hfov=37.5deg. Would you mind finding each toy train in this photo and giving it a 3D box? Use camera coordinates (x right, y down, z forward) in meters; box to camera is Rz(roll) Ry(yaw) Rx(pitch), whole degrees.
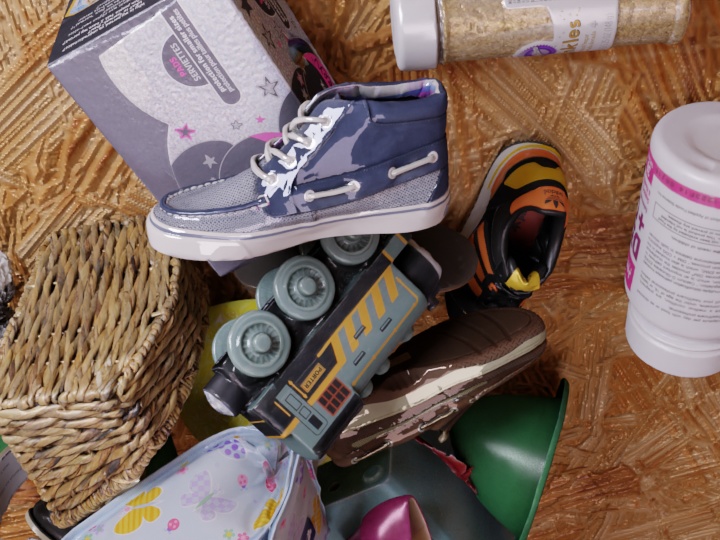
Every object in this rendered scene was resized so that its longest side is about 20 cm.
[{"bbox_3d":[-0.024,0.040,0.775,0.114,0.201,0.085,43,160,-9],"label":"toy train"}]

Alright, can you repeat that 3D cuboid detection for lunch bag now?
[{"bbox_3d":[-0.110,0.227,0.824,0.199,0.127,0.171,-35,149,-20],"label":"lunch bag"}]

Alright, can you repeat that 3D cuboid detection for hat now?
[{"bbox_3d":[0.088,0.150,0.975,0.173,0.167,0.201,16,142,9],"label":"hat"}]

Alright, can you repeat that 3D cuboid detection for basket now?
[{"bbox_3d":[-0.181,0.074,0.827,0.140,0.202,0.150,-9,130,11],"label":"basket"}]

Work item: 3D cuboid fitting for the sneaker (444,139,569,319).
[{"bbox_3d":[0.116,-0.002,0.857,0.069,0.091,0.202,8,129,-10],"label":"sneaker"}]

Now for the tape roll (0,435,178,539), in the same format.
[{"bbox_3d":[-0.255,0.198,0.929,0.197,0.202,0.049,-7,131,2],"label":"tape roll"}]

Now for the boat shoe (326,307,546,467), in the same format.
[{"bbox_3d":[0.057,0.095,0.840,0.199,0.075,0.076,-20,116,0],"label":"boat shoe"}]

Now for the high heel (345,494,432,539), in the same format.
[{"bbox_3d":[0.067,0.282,0.877,0.200,0.067,0.096,46,120,-1],"label":"high heel"}]

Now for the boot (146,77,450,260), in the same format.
[{"bbox_3d":[-0.040,-0.069,0.665,0.197,0.073,0.092,-10,123,-11],"label":"boot"}]

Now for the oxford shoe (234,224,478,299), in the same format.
[{"bbox_3d":[0.000,0.000,0.872,0.196,0.072,0.072,-1,151,12],"label":"oxford shoe"}]

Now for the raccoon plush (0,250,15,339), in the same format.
[{"bbox_3d":[-0.272,0.078,0.880,0.132,0.098,0.200,15,146,-23],"label":"raccoon plush"}]

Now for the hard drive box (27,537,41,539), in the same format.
[{"bbox_3d":[-0.279,0.389,1.120,0.198,0.157,0.077,21,128,-19],"label":"hard drive box"}]

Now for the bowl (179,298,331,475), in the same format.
[{"bbox_3d":[-0.073,0.122,0.907,0.196,0.109,0.201,1,146,1],"label":"bowl"}]

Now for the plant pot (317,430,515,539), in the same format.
[{"bbox_3d":[0.024,0.251,1.009,0.194,0.197,0.201,-25,113,17],"label":"plant pot"}]

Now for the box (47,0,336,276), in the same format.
[{"bbox_3d":[-0.095,-0.119,0.728,0.131,0.116,0.201,-24,128,16],"label":"box"}]

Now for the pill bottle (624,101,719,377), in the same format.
[{"bbox_3d":[0.271,-0.019,0.838,0.111,0.114,0.202,-2,130,-2],"label":"pill bottle"}]

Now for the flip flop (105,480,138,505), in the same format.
[{"bbox_3d":[-0.160,0.224,1.051,0.197,0.058,0.082,-10,130,5],"label":"flip flop"}]

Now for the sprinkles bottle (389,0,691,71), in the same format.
[{"bbox_3d":[0.119,-0.180,0.722,0.196,0.069,0.069,-6,131,1],"label":"sprinkles bottle"}]

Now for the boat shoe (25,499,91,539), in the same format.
[{"bbox_3d":[-0.248,0.281,1.093,0.200,0.074,0.064,34,95,-20],"label":"boat shoe"}]
